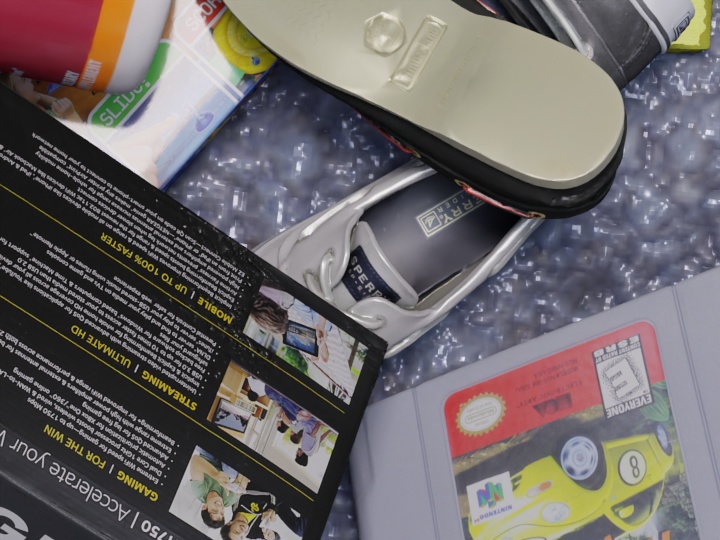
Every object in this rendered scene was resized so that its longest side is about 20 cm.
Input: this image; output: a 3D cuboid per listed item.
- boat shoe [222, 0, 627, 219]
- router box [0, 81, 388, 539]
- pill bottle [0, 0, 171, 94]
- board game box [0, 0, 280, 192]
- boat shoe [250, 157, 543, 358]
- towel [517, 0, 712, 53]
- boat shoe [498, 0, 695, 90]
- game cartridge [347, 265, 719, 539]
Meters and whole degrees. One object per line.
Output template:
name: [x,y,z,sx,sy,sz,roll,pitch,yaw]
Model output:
boat shoe: [0.015,-0.087,0.832,0.201,0.063,0.074,35,78,14]
router box: [-0.098,0.036,0.758,0.199,0.051,0.150,34,45,-14]
pill bottle: [-0.168,-0.137,0.782,0.198,0.113,0.114,10,86,-13]
board game box: [-0.105,-0.106,0.873,0.135,0.034,0.200,42,83,-2]
boat shoe: [0.000,0.000,0.864,0.200,0.065,0.074,-40,92,-6]
towel: [0.111,-0.195,0.911,0.085,0.018,0.202,2,88,0]
boat shoe: [0.045,-0.150,0.870,0.068,0.074,0.199,-44,89,-4]
game cartridge: [0.087,0.087,0.817,0.199,0.041,0.134,-24,61,23]
